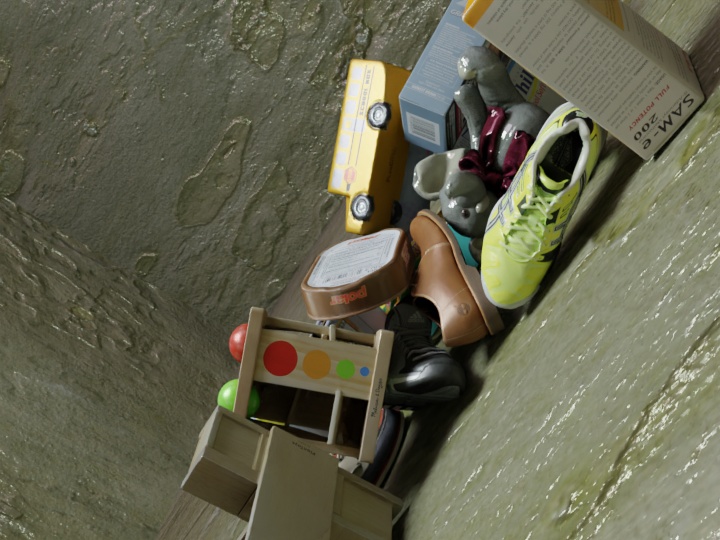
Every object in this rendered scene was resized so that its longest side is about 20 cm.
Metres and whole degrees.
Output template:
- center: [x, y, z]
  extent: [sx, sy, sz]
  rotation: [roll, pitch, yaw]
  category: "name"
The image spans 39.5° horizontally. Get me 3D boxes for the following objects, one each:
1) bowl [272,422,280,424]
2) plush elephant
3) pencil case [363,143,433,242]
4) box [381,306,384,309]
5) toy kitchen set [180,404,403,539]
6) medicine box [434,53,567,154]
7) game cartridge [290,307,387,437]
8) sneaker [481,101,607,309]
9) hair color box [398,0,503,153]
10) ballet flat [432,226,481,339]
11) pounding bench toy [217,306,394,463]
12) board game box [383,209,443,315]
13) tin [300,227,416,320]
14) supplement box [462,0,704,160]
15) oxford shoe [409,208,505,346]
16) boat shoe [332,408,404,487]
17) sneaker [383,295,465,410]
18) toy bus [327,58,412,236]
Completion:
- center: [-0.136, 0.270, 1.542]
  extent: [0.201, 0.107, 0.200]
  rotation: [-57, 8, 12]
  category: "bowl"
- center: [0.135, -0.101, 1.032]
  extent: [0.155, 0.165, 0.200]
  rotation: [-46, -23, -6]
  category: "plush elephant"
- center: [0.054, -0.123, 1.255]
  extent: [0.090, 0.083, 0.202]
  rotation: [2, -88, -54]
  category: "pencil case"
- center: [0.060, 0.029, 1.427]
  extent: [0.200, 0.048, 0.118]
  rotation: [-46, 15, 54]
  category: "box"
- center: [-0.090, 0.267, 0.886]
  extent: [0.181, 0.199, 0.163]
  rotation: [-56, 12, 23]
  category: "toy kitchen set"
- center: [0.192, -0.208, 1.254]
  extent: [0.183, 0.103, 0.200]
  rotation: [-63, 9, -24]
  category: "medicine box"
- center: [-0.011, 0.123, 1.181]
  extent: [0.041, 0.133, 0.201]
  rotation: [-32, 25, 49]
  category: "game cartridge"
- center: [0.156, -0.059, 0.901]
  extent: [0.201, 0.075, 0.076]
  rotation: [-70, -14, 12]
  category: "sneaker"
- center: [0.116, -0.242, 1.144]
  extent: [0.201, 0.060, 0.099]
  rotation: [-62, -15, -16]
  category: "hair color box"
- center: [0.112, -0.006, 1.179]
  extent: [0.201, 0.069, 0.070]
  rotation: [-58, 7, 19]
  category: "ballet flat"
- center: [-0.064, 0.148, 0.989]
  extent: [0.124, 0.155, 0.202]
  rotation: [124, 155, -83]
  category: "pounding bench toy"
- center: [0.087, -0.022, 1.221]
  extent: [0.200, 0.030, 0.096]
  rotation: [-49, -21, -32]
  category: "board game box"
- center: [0.000, 0.000, 1.074]
  extent: [0.111, 0.042, 0.200]
  rotation: [-11, 15, 10]
  category: "tin"
- center: [0.189, -0.199, 0.860]
  extent: [0.074, 0.199, 0.126]
  rotation: [-50, 10, 29]
  category: "supplement box"
- center: [0.078, 0.003, 1.022]
  extent: [0.071, 0.072, 0.200]
  rotation: [-27, 35, 3]
  category: "oxford shoe"
- center: [-0.016, 0.229, 1.087]
  extent: [0.201, 0.062, 0.071]
  rotation: [-61, 6, -19]
  category: "boat shoe"
- center: [0.055, 0.077, 1.030]
  extent: [0.200, 0.074, 0.116]
  rotation: [140, 136, -70]
  category: "sneaker"
- center: [0.014, -0.143, 1.188]
  extent: [0.078, 0.065, 0.202]
  rotation: [14, 96, 39]
  category: "toy bus"
